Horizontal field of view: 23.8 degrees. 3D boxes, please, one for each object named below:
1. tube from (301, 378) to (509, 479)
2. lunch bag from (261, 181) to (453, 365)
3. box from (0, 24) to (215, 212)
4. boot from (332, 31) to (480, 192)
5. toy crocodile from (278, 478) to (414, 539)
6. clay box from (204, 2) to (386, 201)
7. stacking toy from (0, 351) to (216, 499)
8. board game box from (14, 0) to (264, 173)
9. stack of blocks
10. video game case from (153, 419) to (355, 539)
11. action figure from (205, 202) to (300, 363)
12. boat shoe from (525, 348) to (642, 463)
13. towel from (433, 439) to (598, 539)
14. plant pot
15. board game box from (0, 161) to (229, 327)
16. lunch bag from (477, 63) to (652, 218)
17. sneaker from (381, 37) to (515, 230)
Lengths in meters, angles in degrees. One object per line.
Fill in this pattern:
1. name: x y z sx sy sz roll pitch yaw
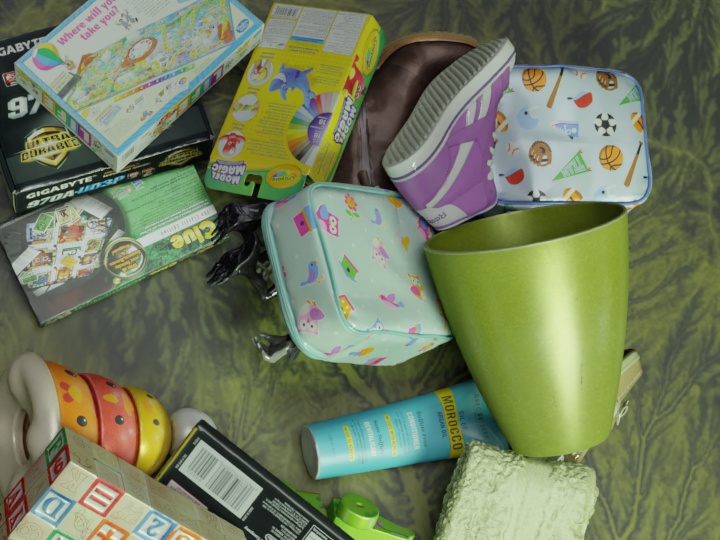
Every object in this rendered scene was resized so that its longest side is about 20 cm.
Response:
1. tube: 0.043 0.154 1.623 0.198 0.050 0.078 -10 87 -20
2. lunch bag: 0.000 0.000 1.542 0.199 0.077 0.162 6 62 -56
3. box: -0.255 -0.157 1.613 0.198 0.046 0.160 -16 71 -16
4. boot: 0.036 -0.138 1.669 0.197 0.072 0.168 -12 74 -4
5. toy crocodile: -0.047 0.229 1.577 0.198 0.062 0.068 15 113 -11
6. clay box: -0.063 -0.152 1.618 0.114 0.048 0.202 11 72 29
7. stacking toy: -0.221 0.145 1.538 0.198 0.146 0.148 0 76 -31
8. board game box: -0.205 -0.204 1.597 0.134 0.034 0.200 41 67 9
9. stack of blocks: -0.203 0.234 1.448 0.199 0.059 0.115 34 102 -27
10. video game case: -0.119 0.265 1.528 0.199 0.026 0.181 38 98 -2
11. action figure: -0.065 0.016 1.600 0.199 0.101 0.120 36 33 -41
12. boat shoe: 0.207 0.160 1.643 0.063 0.073 0.201 46 75 -6
13. towel: 0.132 0.264 1.588 0.147 0.036 0.202 14 97 -14
14. plant pot: 0.164 0.058 1.543 0.185 0.187 0.203 -13 100 -15
15. board game box: -0.234 -0.035 1.614 0.198 0.023 0.106 -25 81 -16
16. lunch bag: 0.188 -0.121 1.703 0.197 0.076 0.163 0 79 -13
17. sneaker: 0.104 -0.123 1.624 0.115 0.072 0.201 50 60 -24
